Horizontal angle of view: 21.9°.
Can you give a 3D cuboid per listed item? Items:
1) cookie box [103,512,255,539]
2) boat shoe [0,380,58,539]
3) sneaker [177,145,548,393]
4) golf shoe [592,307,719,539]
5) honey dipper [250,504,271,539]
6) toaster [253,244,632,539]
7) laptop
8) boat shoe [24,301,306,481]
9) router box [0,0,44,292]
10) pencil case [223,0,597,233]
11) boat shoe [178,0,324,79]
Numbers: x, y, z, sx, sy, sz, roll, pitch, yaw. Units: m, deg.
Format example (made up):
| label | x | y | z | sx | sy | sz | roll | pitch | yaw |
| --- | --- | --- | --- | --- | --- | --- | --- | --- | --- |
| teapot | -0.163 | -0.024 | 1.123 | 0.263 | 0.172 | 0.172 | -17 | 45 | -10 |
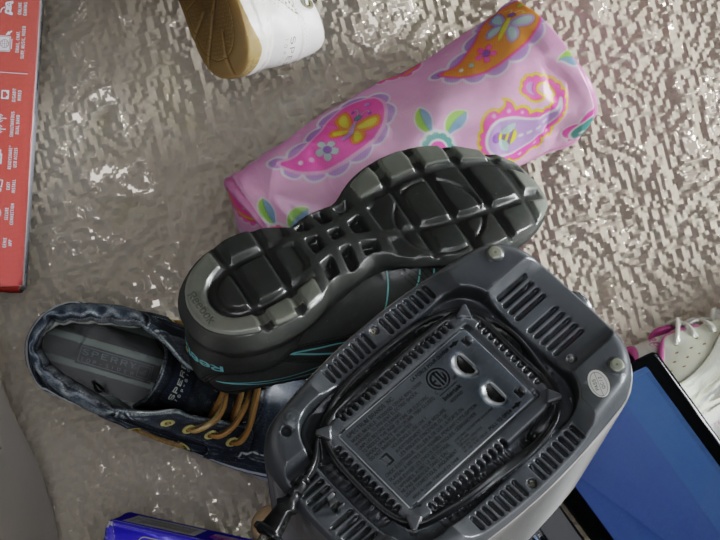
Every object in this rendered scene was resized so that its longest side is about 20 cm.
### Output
| label | x | y | z | sx | sy | sz | roll | pitch | yaw |
| --- | --- | --- | --- | --- | --- | --- | --- | --- | --- |
| cookie box | -0.065 | 0.240 | 0.945 | 0.171 | 0.075 | 0.201 | 12 | 86 | 4 |
| boat shoe | -0.224 | 0.104 | 0.952 | 0.093 | 0.075 | 0.200 | -9 | 103 | 22 |
| sneaker | 0.000 | 0.000 | 0.914 | 0.200 | 0.079 | 0.075 | -21 | 57 | -20 |
| golf shoe | 0.199 | 0.046 | 1.001 | 0.091 | 0.075 | 0.200 | 39 | 83 | -1 |
| honey dipper | 0.027 | 0.085 | 0.967 | 0.200 | 0.038 | 0.038 | -32 | 93 | -24 |
| toaster | 0.032 | 0.091 | 0.874 | 0.200 | 0.129 | 0.114 | -41 | 71 | -21 |
| laptop | 0.113 | 0.170 | 0.968 | 0.200 | 0.103 | 0.177 | -36 | 93 | -6 |
| boat shoe | -0.077 | 0.066 | 0.953 | 0.200 | 0.091 | 0.071 | 16 | 86 | -7 |
| router box | -0.256 | -0.092 | 0.955 | 0.179 | 0.049 | 0.201 | 3 | 88 | -8 |
| pencil case | 0.025 | -0.060 | 0.975 | 0.200 | 0.087 | 0.088 | -33 | 93 | -7 |
| boat shoe | -0.073 | -0.198 | 0.980 | 0.069 | 0.071 | 0.200 | -14 | 82 | -34 |
